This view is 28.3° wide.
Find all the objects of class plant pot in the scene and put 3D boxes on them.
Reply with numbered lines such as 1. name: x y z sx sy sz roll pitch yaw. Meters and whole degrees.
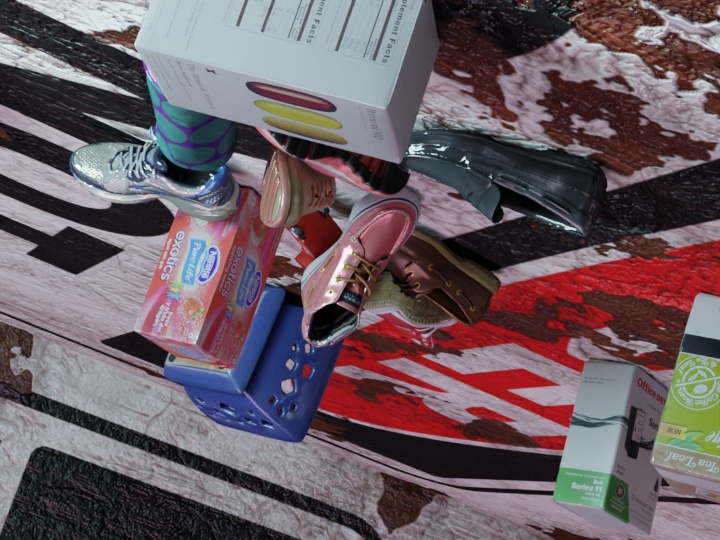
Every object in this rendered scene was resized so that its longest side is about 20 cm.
1. plant pot: -0.170 0.125 2.164 0.199 0.201 0.180 6 155 41

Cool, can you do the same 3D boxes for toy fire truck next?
1. toy fire truck: -0.055 -0.038 1.667 0.141 0.049 0.200 37 169 48

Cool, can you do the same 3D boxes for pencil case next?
1. pencil case: -0.155 -0.161 1.312 0.085 0.093 0.200 -19 168 -10

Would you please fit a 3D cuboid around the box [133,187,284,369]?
1. box: -0.178 0.005 1.713 0.094 0.201 0.103 10 163 29

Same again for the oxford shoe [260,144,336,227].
1. oxford shoe: -0.057 -0.087 1.398 0.073 0.071 0.200 15 -159 -7

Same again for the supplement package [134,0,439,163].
1. supplement package: -0.051 -0.173 1.093 0.199 0.110 0.114 15 165 13

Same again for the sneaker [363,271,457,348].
1. sneaker: 0.092 0.053 1.812 0.112 0.071 0.200 33 168 -32

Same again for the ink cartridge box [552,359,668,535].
1. ink cartridge box: 0.346 0.238 1.921 0.083 0.201 0.146 2 159 40

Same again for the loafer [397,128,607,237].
1. loafer: 0.122 -0.080 1.295 0.200 0.071 0.068 14 164 17

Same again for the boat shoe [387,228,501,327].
1. boat shoe: 0.070 0.000 1.640 0.200 0.068 0.072 30 165 -21

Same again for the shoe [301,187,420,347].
1. shoe: 0.000 0.000 1.536 0.071 0.091 0.200 24 133 -23

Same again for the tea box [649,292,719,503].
1. tea box: 0.435 0.150 1.496 0.199 0.198 0.134 10 163 29

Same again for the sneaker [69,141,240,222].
1. sneaker: -0.234 -0.120 1.617 0.199 0.077 0.085 10 155 4

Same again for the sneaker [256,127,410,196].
1. sneaker: -0.047 -0.124 1.340 0.200 0.074 0.087 31 165 -34
